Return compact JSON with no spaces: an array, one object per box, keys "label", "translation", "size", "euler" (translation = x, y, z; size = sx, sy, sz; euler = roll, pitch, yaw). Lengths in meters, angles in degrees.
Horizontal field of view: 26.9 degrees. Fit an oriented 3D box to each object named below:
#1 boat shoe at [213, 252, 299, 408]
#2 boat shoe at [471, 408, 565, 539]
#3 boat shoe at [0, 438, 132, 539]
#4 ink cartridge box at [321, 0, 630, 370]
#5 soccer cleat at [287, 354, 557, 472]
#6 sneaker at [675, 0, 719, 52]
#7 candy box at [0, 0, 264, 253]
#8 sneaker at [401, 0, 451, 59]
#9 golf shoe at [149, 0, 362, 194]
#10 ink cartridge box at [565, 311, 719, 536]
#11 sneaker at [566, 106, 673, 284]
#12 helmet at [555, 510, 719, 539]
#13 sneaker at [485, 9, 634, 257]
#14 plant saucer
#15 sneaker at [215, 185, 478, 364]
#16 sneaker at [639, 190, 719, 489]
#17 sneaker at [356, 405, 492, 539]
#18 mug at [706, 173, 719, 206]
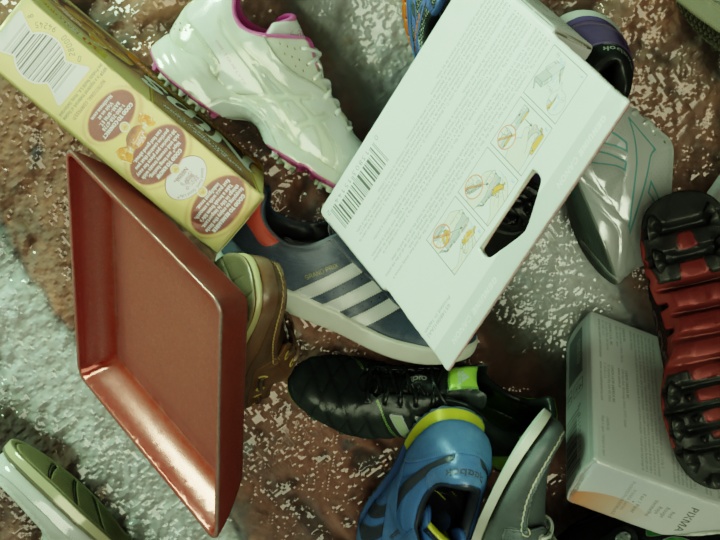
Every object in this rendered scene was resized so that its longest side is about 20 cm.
[{"label":"boat shoe","translation":[-0.076,0.044,1.038],"size":[0.067,0.200,0.072],"euler":[-3,64,-18]},{"label":"boat shoe","translation":[0.112,0.186,1.051],"size":[0.061,0.073,0.201],"euler":[26,119,14]},{"label":"boat shoe","translation":[-0.205,0.212,1.111],"size":[0.068,0.075,0.200],"euler":[-42,104,1]},{"label":"ink cartridge box","translation":[0.076,-0.064,0.944],"size":[0.045,0.176,0.201],"euler":[14,118,-42]},{"label":"soccer cleat","translation":[0.047,0.091,1.095],"size":[0.199,0.068,0.081],"euler":[15,139,-12]},{"label":"sneaker","translation":[0.289,-0.159,0.999],"size":[0.076,0.200,0.070],"euler":[-44,136,7]},{"label":"candy box","translation":[-0.155,-0.105,1.016],"size":[0.200,0.115,0.055],"euler":[41,99,-12]},{"label":"sneaker","translation":[0.070,-0.119,1.048],"size":[0.075,0.078,0.201],"euler":[-16,104,1]},{"label":"golf shoe","translation":[-0.046,-0.121,1.044],"size":[0.199,0.075,0.092],"euler":[34,96,-12]},{"label":"ink cartridge box","translation":[0.243,0.126,1.078],"size":[0.199,0.163,0.050],"euler":[23,127,-10]},{"label":"sneaker","translation":[0.173,-0.094,1.073],"size":[0.080,0.070,0.201],"euler":[-26,110,-7]},{"label":"helmet","translation":[0.227,0.256,1.095],"size":[0.189,0.200,0.202],"euler":[-7,105,-26]},{"label":"sneaker","translation":[0.108,-0.073,0.987],"size":[0.075,0.088,0.201],"euler":[24,113,-14]},{"label":"plant saucer","translation":[-0.132,0.044,1.005],"size":[0.037,0.200,0.201],"euler":[-20,133,-30]},{"label":"sneaker","translation":[0.000,0.000,1.073],"size":[0.199,0.075,0.085],"euler":[20,106,-8]},{"label":"sneaker","translation":[0.238,0.050,1.034],"size":[0.070,0.098,0.202],"euler":[-10,77,14]},{"label":"sneaker","translation":[0.042,0.189,1.089],"size":[0.065,0.079,0.201],"euler":[11,131,-13]},{"label":"mug","translation":[0.352,-0.071,1.062],"size":[0.186,0.149,0.154],"euler":[27,92,-37]}]
